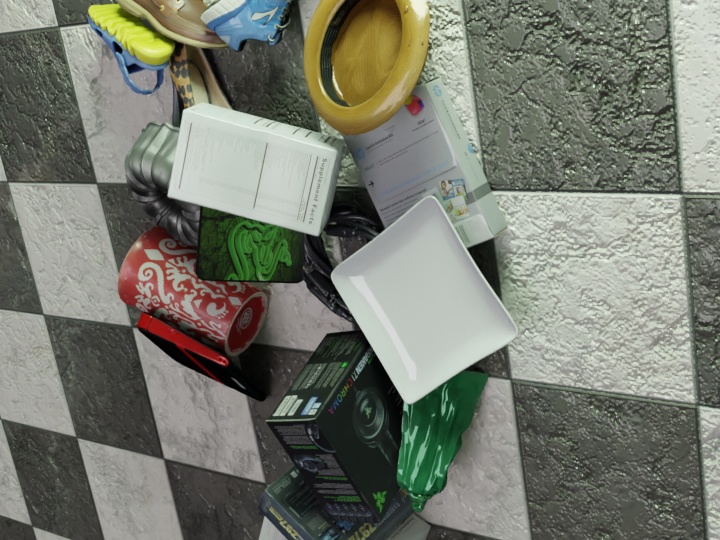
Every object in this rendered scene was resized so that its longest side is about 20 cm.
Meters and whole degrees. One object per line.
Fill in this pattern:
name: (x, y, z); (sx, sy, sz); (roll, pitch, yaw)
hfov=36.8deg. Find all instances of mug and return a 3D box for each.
mug: (-0.240, 0.038, 1.642); (0.198, 0.177, 0.135); (28, 89, 21)

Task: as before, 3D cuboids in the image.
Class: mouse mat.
mouse mat: (-0.143, -0.072, 1.488); (0.008, 0.158, 0.203); (-111, 26, -58)

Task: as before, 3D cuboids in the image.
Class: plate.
plate: (0.080, 0.037, 1.351); (0.199, 0.032, 0.202); (-37, 83, 35)

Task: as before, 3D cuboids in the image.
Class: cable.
cable: (0.000, 0.000, 1.455); (0.200, 0.050, 0.165); (41, 131, 24)

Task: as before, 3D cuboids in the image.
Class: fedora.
fedora: (0.021, -0.258, 1.282); (0.198, 0.081, 0.205); (-3, 85, 39)

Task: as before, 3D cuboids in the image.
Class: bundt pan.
bundt pan: (-0.257, -0.111, 1.539); (0.200, 0.076, 0.203); (31, 153, 18)

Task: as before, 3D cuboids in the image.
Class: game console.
game console: (-0.238, 0.131, 1.638); (0.174, 0.031, 0.200); (22, 165, 20)

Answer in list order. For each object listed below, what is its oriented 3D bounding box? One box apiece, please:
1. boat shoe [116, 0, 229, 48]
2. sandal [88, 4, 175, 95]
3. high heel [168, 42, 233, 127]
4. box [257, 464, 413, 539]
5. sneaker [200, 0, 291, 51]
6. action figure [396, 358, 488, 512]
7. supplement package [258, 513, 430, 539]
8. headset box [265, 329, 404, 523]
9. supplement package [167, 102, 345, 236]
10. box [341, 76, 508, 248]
boat shoe: (-0.254, -0.364, 1.476); (0.198, 0.072, 0.068); (32, 125, 22)
sandal: (-0.331, -0.316, 1.535); (0.200, 0.078, 0.088); (47, 138, 41)
high heel: (-0.197, -0.230, 1.492); (0.199, 0.071, 0.145); (33, 132, 31)
box: (-0.023, 0.321, 1.520); (0.157, 0.199, 0.051); (39, 135, 17)
sneaker: (-0.110, -0.344, 1.380); (0.198, 0.079, 0.089); (-23, 116, 38)
action figure: (0.092, 0.223, 1.434); (0.116, 0.055, 0.204); (11, 96, 0)
supplement package: (-0.030, 0.409, 1.601); (0.198, 0.150, 0.154); (32, 126, 23)
headset box: (-0.007, 0.213, 1.450); (0.092, 0.175, 0.202); (-7, 123, 39)
supplement package: (-0.128, -0.129, 1.369); (0.196, 0.110, 0.116); (15, 105, 1)
box: (0.077, -0.115, 1.348); (0.155, 0.041, 0.203); (-22, 96, 43)
